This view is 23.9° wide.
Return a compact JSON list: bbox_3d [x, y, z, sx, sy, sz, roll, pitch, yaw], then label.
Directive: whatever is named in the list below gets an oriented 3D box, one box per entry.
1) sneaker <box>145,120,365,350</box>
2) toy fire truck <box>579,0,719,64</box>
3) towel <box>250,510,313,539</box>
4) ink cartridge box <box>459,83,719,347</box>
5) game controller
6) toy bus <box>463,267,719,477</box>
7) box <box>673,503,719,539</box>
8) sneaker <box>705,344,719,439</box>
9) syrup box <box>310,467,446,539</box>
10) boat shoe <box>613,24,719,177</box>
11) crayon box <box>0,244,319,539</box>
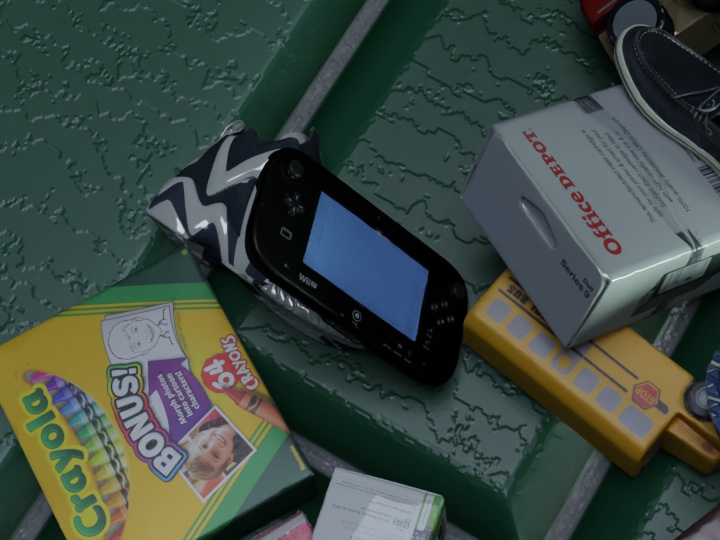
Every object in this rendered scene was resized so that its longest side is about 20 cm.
[{"bbox_3d":[-0.047,-0.039,1.261,0.198,0.080,0.130,32,81,24],"label":"sneaker"},{"bbox_3d":[0.231,-0.264,1.291,0.176,0.129,0.201,-34,59,16],"label":"toy fire truck"},{"bbox_3d":[-0.048,0.284,1.167,0.146,0.030,0.200,-32,67,-9],"label":"towel"},{"bbox_3d":[0.192,-0.050,1.203,0.199,0.084,0.146,-18,61,-30],"label":"ink cartridge box"},{"bbox_3d":[0.000,0.000,1.200,0.042,0.200,0.105,-32,36,36],"label":"game controller"},{"bbox_3d":[0.173,0.076,1.210,0.200,0.065,0.078,39,76,17],"label":"toy bus"},{"bbox_3d":[0.260,0.238,1.087,0.199,0.166,0.164,-36,71,-9],"label":"box"},{"bbox_3d":[0.298,0.068,1.168,0.077,0.086,0.200,4,37,34],"label":"sneaker"},{"bbox_3d":[-0.008,0.242,1.122,0.081,0.079,0.201,14,68,11],"label":"syrup box"},{"bbox_3d":[0.255,-0.107,1.175,0.074,0.062,0.200,-24,63,-32],"label":"boat shoe"},{"bbox_3d":[-0.151,0.111,1.222,0.172,0.058,0.201,-29,70,-7],"label":"crayon box"}]
